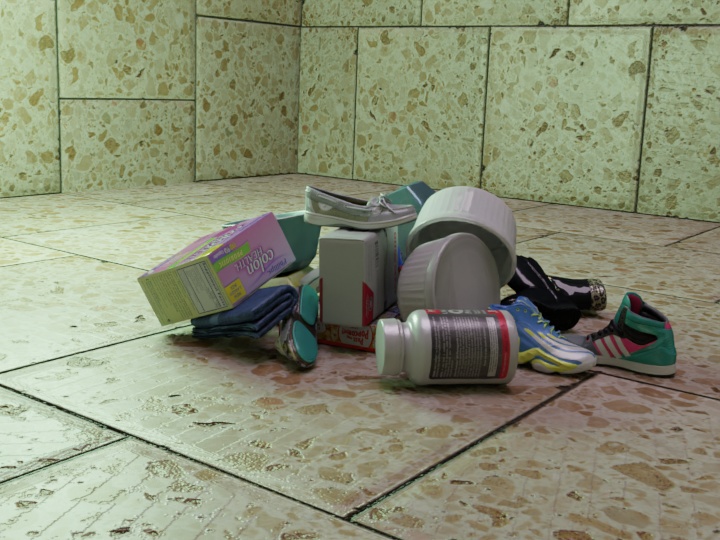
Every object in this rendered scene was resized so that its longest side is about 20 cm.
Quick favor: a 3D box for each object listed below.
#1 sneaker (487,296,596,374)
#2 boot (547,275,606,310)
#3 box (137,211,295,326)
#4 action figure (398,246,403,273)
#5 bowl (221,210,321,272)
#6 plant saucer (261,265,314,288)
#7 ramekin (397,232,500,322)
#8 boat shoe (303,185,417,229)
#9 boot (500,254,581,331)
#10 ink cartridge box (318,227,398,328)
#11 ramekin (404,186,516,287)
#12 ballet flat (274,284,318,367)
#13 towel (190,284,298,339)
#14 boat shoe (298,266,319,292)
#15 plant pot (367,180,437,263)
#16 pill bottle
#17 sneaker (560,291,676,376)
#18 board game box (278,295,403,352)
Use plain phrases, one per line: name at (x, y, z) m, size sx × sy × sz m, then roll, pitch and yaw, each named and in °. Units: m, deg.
sneaker at (0.280, 0.100, 1.482) m, size 0.198 × 0.106 × 0.076 m, roll 8°, pitch 13°, yaw 27°
boot at (0.404, 0.037, 1.893) m, size 0.152 × 0.074 × 0.204 m, roll -1°, pitch 19°, yaw -3°
box at (-0.246, -0.002, 1.583) m, size 0.199 × 0.097 × 0.176 m, roll -14°, pitch 18°, yaw 41°
action figure at (0.074, -0.035, 1.725) m, size 0.065 × 0.202 × 0.099 m, roll -5°, pitch 25°, yaw 43°
bowl at (-0.161, -0.053, 1.786) m, size 0.198 × 0.106 × 0.201 m, roll -9°, pitch 7°, yaw 1°
plant saucer at (-0.177, 0.032, 1.762) m, size 0.197 × 0.048 × 0.200 m, roll -7°, pitch 7°, yaw 15°
ramekin at (0.145, 0.039, 1.558) m, size 0.094 × 0.205 × 0.201 m, roll -3°, pitch 6°, yaw 40°
boat shoe at (-0.002, -0.107, 1.563) m, size 0.200 × 0.066 × 0.074 m, roll 5°, pitch 13°, yaw 21°
boot at (0.292, 0.040, 1.717) m, size 0.198 × 0.077 × 0.168 m, roll 2°, pitch 34°, yaw -33°
ink cartridge box at (0.000, 0.000, 1.578) m, size 0.082 × 0.147 × 0.200 m, roll 3°, pitch 12°, yaw 17°
ramekin at (0.186, -0.056, 1.656) m, size 0.198 × 0.202 × 0.098 m, roll 6°, pitch 49°, yaw 16°
ballet flat at (-0.104, 0.101, 1.492) m, size 0.071 × 0.073 × 0.201 m, roll 2°, pitch 32°, yaw 0°
towel at (-0.191, 0.071, 1.516) m, size 0.111 × 0.049 × 0.199 m, roll -37°, pitch 16°, yaw -36°
boat shoe at (-0.022, 0.016, 1.714) m, size 0.199 × 0.070 × 0.071 m, roll -16°, pitch -18°, yaw -41°
plant pot at (0.098, -0.067, 1.870) m, size 0.194 × 0.202 × 0.196 m, roll -20°, pitch 3°, yaw 21°
pill bottle at (0.125, 0.114, 1.371) m, size 0.197 × 0.112 × 0.111 m, roll 1°, pitch 11°, yaw -9°
sneaker at (0.414, 0.094, 1.501) m, size 0.198 × 0.122 × 0.083 m, roll 8°, pitch 13°, yaw 29°
board game box at (-0.021, 0.090, 1.620) m, size 0.198 × 0.047 × 0.151 m, roll 8°, pitch 13°, yaw 25°
